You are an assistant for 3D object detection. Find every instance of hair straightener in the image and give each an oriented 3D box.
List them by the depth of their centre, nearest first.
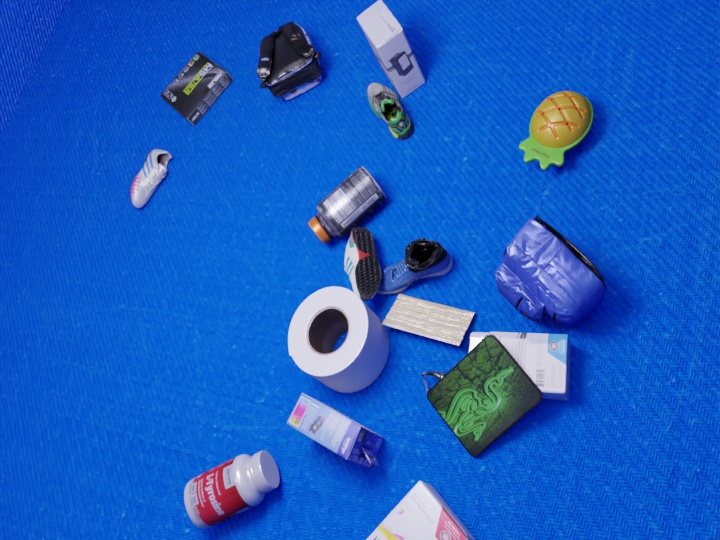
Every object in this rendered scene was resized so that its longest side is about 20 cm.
[{"bbox_3d":[0.202,0.274,1.327,0.197,0.041,0.078,30,82,27],"label":"hair straightener"}]

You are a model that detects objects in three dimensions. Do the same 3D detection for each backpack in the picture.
[{"bbox_3d":[0.382,0.025,1.296,0.199,0.162,0.169,41,96,21],"label":"backpack"},{"bbox_3d":[-0.206,-0.618,1.883,0.195,0.154,0.195,-21,67,8],"label":"backpack"}]

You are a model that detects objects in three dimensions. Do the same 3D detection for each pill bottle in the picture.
[{"bbox_3d":[-0.282,0.480,1.422,0.197,0.112,0.114,-28,57,11],"label":"pill bottle"},{"bbox_3d":[-0.038,-0.157,1.610,0.199,0.106,0.107,-40,56,3],"label":"pill bottle"}]

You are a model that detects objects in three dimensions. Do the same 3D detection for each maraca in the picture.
[{"bbox_3d":[0.444,-0.320,1.454,0.136,0.107,0.202,29,81,32],"label":"maraca"}]

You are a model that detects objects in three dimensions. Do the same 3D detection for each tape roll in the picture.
[{"bbox_3d":[-0.047,0.157,1.445,0.197,0.139,0.208,-11,63,21],"label":"tape roll"}]

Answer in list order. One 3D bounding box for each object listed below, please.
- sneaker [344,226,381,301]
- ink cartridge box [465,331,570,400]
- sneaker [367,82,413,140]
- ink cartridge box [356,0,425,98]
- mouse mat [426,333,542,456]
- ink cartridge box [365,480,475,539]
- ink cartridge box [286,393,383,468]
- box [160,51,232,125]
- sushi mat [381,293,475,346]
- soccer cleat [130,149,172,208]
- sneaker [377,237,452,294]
[{"bbox_3d":[0.000,0.000,1.533,0.068,0.094,0.204,6,53,-18],"label":"sneaker"},{"bbox_3d":[0.319,0.191,1.296,0.195,0.068,0.119,0,68,25],"label":"ink cartridge box"},{"bbox_3d":[0.074,-0.442,1.703,0.077,0.085,0.202,-37,56,5],"label":"sneaker"},{"bbox_3d":[0.082,-0.584,1.697,0.083,0.200,0.147,-32,56,7],"label":"ink cartridge box"},{"bbox_3d":[0.242,0.249,1.274,0.200,0.007,0.162,-47,71,21],"label":"mouse mat"},{"bbox_3d":[0.104,0.533,1.229,0.200,0.086,0.147,-46,56,-2],"label":"ink cartridge box"},{"bbox_3d":[-0.040,0.345,1.354,0.196,0.136,0.078,20,77,31],"label":"ink cartridge box"},{"bbox_3d":[-0.537,-0.597,2.093,0.201,0.048,0.192,-49,54,-2],"label":"box"},{"bbox_3d":[0.150,0.107,1.433,0.196,0.012,0.097,13,54,29],"label":"sushi mat"},{"bbox_3d":[-0.647,-0.288,1.986,0.084,0.070,0.205,4,68,27],"label":"soccer cleat"},{"bbox_3d":[0.106,-0.012,1.469,0.195,0.111,0.079,-17,60,18],"label":"sneaker"}]
